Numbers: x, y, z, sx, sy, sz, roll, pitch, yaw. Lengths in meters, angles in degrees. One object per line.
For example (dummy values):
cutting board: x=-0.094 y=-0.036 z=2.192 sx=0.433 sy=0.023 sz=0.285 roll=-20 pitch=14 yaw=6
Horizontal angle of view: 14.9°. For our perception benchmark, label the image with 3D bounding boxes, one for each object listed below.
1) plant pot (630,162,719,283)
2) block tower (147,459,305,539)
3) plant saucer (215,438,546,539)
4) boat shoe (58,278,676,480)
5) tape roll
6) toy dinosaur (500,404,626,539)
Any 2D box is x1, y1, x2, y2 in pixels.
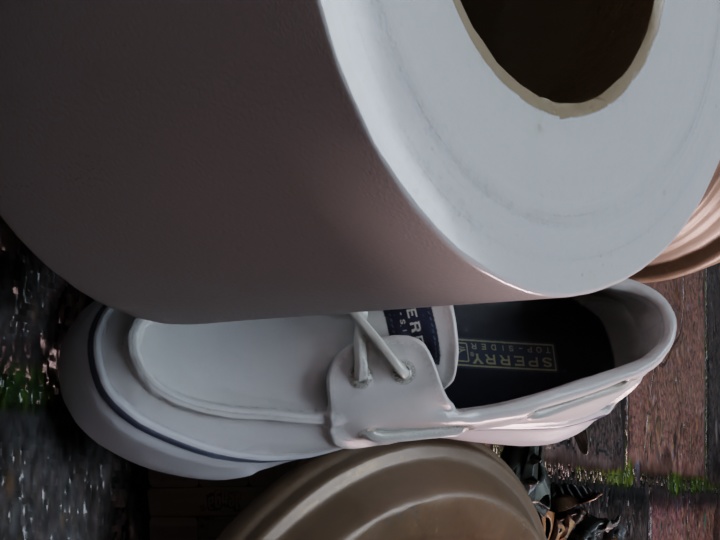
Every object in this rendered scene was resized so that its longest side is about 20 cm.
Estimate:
plant pot: x=0.079 y=-0.085 z=1.068 sx=0.093 sy=0.201 sz=0.201 roll=-23 pitch=114 yaw=-49
block tower: x=-0.041 y=0.018 z=0.921 sx=0.058 sy=0.054 sz=0.200 roll=-26 pitch=114 yaw=-74
plant saucer: x=0.000 y=0.148 z=0.916 sx=0.200 sy=0.029 sz=0.200 roll=-23 pitch=125 yaw=-38
boat shoe: x=0.006 y=0.020 z=0.857 sx=0.065 sy=0.200 sz=0.074 roll=-37 pitch=-117 yaw=55
tape roll: x=-0.003 y=-0.088 z=0.752 sx=0.203 sy=0.139 sz=0.203 roll=7 pitch=81 yaw=-51
toy dinosaur: x=0.053 y=0.109 z=1.160 sx=0.200 sy=0.102 sz=0.136 roll=3 pitch=95 yaw=-69
